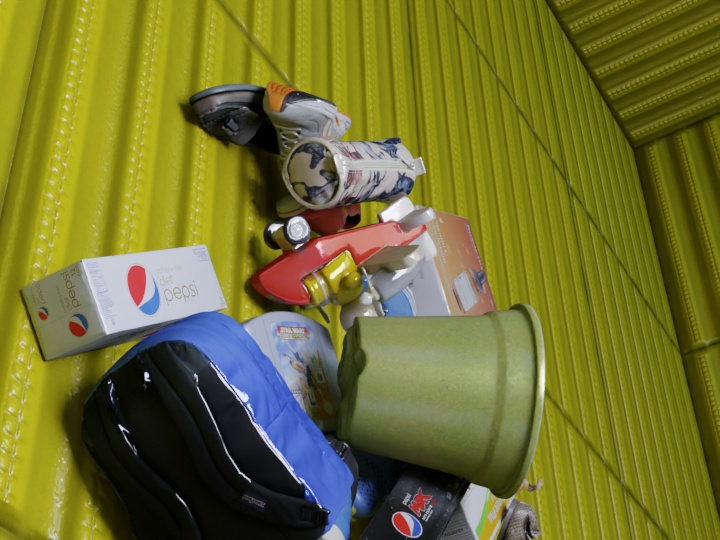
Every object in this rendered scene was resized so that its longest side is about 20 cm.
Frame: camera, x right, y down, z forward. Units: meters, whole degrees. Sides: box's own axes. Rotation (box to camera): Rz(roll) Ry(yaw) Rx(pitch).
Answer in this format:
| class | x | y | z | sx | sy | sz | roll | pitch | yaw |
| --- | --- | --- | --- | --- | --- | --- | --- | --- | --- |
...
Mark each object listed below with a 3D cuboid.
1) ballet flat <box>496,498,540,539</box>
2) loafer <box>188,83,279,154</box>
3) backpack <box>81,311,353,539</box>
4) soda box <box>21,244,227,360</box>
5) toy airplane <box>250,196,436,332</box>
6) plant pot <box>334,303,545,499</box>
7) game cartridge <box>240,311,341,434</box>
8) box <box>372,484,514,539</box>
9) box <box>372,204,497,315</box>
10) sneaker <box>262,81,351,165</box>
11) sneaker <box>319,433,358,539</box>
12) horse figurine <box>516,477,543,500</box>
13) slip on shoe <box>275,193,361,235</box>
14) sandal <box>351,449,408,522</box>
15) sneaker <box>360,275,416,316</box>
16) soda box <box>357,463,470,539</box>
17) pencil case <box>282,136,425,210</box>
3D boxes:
| class | x | y | z | sx | sy | sz | roll | pitch | yaw |
| --- | --- | --- | --- | --- | --- | --- | --- | --- | --- |
| ballet flat | 0.174 | 0.361 | 1.497 | 0.067 | 0.046 | 0.203 | -48 | 156 | -60 |
| loafer | -0.125 | -0.168 | 1.409 | 0.200 | 0.071 | 0.064 | -7 | 81 | -69 |
| backpack | -0.124 | 0.140 | 1.020 | 0.201 | 0.162 | 0.168 | 52 | 15 | -6 |
| soda box | -0.195 | 0.024 | 1.067 | 0.199 | 0.067 | 0.065 | -10 | 79 | -67 |
| toy airplane | 0.000 | 0.000 | 1.372 | 0.200 | 0.196 | 0.144 | -13 | 92 | -71 |
| plant pot | 0.072 | 0.123 | 1.286 | 0.200 | 0.181 | 0.204 | -172 | -90 | -81 |
| game cartridge | -0.073 | 0.111 | 1.316 | 0.199 | 0.041 | 0.135 | 9 | 66 | -65 |
| box | 0.101 | 0.266 | 1.474 | 0.103 | 0.111 | 0.200 | 66 | 21 | -4 |
| box | 0.090 | 0.009 | 1.688 | 0.199 | 0.105 | 0.155 | 5 | 65 | -65 |
| sneaker | -0.066 | -0.151 | 1.416 | 0.093 | 0.075 | 0.200 | -70 | 163 | 2 |
| sneaker | -0.062 | 0.189 | 1.209 | 0.201 | 0.076 | 0.112 | 59 | 29 | -32 |
| horse figurine | 0.202 | 0.263 | 1.780 | 0.132 | 0.049 | 0.203 | -9 | 84 | -55 |
| slip on shoe | -0.043 | -0.074 | 1.510 | 0.200 | 0.073 | 0.062 | -12 | 83 | -72 |
| sandal | 0.023 | 0.205 | 1.385 | 0.080 | 0.086 | 0.200 | 64 | 24 | -15 |
| sneaker | 0.041 | 0.086 | 1.544 | 0.201 | 0.078 | 0.090 | 58 | 22 | -24 |
| soda box | 0.047 | 0.262 | 1.273 | 0.070 | 0.064 | 0.200 | 31 | 28 | 9 |
| pencil case | -0.008 | -0.112 | 1.412 | 0.199 | 0.089 | 0.079 | -10 | 77 | -61 |
